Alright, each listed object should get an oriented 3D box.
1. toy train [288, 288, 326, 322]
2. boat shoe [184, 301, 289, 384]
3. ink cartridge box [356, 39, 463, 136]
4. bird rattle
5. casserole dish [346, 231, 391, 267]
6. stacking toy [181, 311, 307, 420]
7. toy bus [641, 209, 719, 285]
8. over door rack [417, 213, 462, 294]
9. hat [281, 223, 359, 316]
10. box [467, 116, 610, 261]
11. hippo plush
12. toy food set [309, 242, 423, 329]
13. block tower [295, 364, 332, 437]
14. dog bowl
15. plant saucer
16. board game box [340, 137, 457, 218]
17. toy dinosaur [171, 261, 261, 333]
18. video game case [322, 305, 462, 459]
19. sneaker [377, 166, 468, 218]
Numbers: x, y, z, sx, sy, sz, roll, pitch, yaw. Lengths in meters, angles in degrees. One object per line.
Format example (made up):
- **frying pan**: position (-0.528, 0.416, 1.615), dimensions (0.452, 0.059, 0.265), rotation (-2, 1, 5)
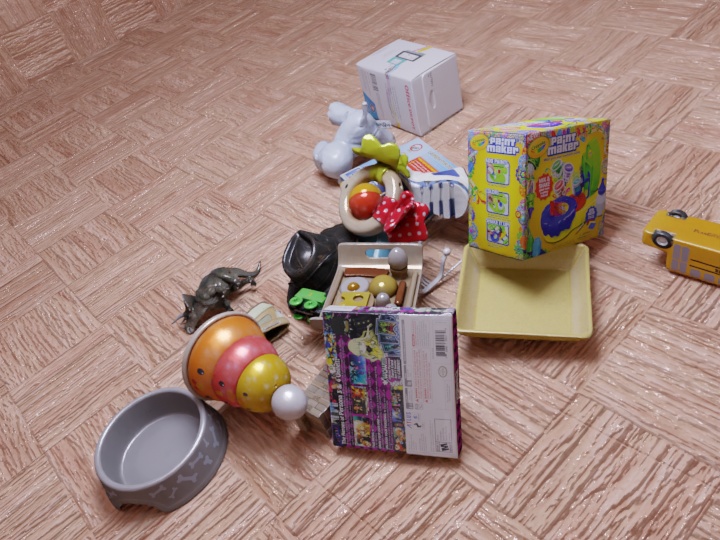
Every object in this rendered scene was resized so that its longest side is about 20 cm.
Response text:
- **toy train**: position (-0.026, 0.067, 0.988), dimensions (0.200, 0.042, 0.056), rotation (11, 38, 30)
- **boat shoe**: position (-0.200, 0.134, 1.042), dimensions (0.076, 0.072, 0.200), rotation (32, 62, 24)
- **ink cartridge box**: position (0.118, -0.439, 1.492), dimensions (0.146, 0.147, 0.200), rotation (-36, 44, -21)
- **bird rattle**: position (0.035, -0.121, 1.079), dimensions (0.163, 0.113, 0.200), rotation (-24, 70, 33)
- **casserole dish**: position (0.000, 0.000, 1.089), dimensions (0.121, 0.039, 0.200), rotation (-19, 43, 37)
- **stacking toy**: position (-0.151, 0.156, 0.909), dimensions (0.200, 0.146, 0.146), rotation (22, 55, 39)
- **toy bus**: position (0.532, -0.026, 0.934), dimensions (0.200, 0.078, 0.065), rotation (23, 56, 38)
- **over door rack**: position (0.139, -0.059, 1.126), dimensions (0.200, 0.067, 0.148), rotation (-32, 43, -15)
- **hat**: position (-0.091, -0.022, 1.111), dimensions (0.200, 0.081, 0.201), rotation (-36, 34, 29)
- **box**: position (0.285, -0.139, 1.006), dimensions (0.200, 0.193, 0.122), rotation (-17, 22, -31)
- **hippo plush**: position (-0.018, -0.267, 1.389), dimensions (0.161, 0.159, 0.200), rotation (-59, 31, 0)
- **toy food set**: position (0.014, 0.020, 0.951), dimensions (0.143, 0.061, 0.200), rotation (1, 34, 13)
- **block tower**: position (-0.020, 0.160, 0.951), dimensions (0.058, 0.054, 0.200), rotation (18, 53, 36)
- **dog bowl**: position (-0.305, 0.263, 0.941), dimensions (0.200, 0.059, 0.200), rotation (-11, 40, 9)
- **plant saucer**: position (0.255, 0.039, 0.983), dimensions (0.200, 0.049, 0.200), rotation (1, 45, 17)
- **board game box**: position (0.088, -0.174, 1.279), dimensions (0.196, 0.056, 0.200), rotation (-27, 41, -10)
- **toy dinosaur**: position (-0.264, 0.029, 1.171), dimensions (0.102, 0.077, 0.200), rotation (17, 54, 25)
- **video game case**: position (0.043, 0.148, 0.844), dimensions (0.181, 0.201, 0.036), rotation (-1, 12, 20)
- **sneaker**: position (0.134, -0.148, 1.153), dimensions (0.199, 0.081, 0.115), rotation (16, 27, 34)
